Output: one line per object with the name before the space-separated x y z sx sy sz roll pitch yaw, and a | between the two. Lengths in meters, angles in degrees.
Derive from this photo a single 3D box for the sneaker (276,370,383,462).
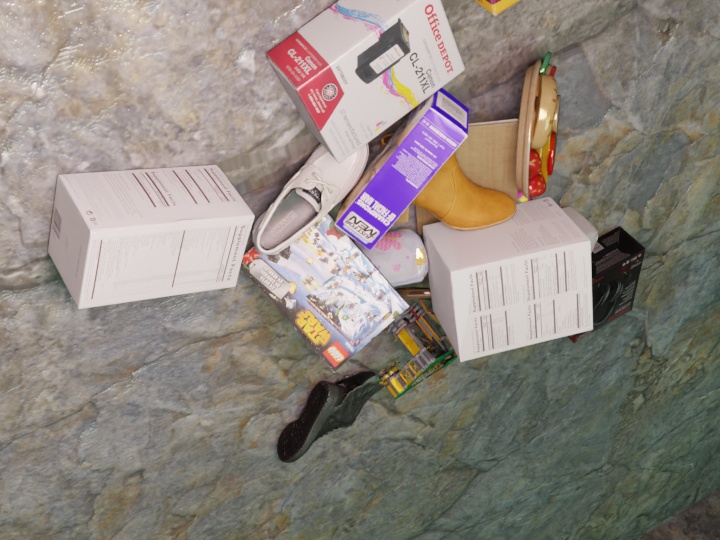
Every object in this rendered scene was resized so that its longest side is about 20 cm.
sneaker | -0.052 0.249 1.647 0.104 0.060 0.200 16 114 -43

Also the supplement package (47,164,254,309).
supplement package | -0.243 -0.043 1.131 0.199 0.110 0.114 -8 133 -35

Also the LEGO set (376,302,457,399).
LEGO set | 0.098 0.110 1.616 0.200 0.116 0.154 -29 164 -36

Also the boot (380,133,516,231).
boot | 0.125 -0.130 1.347 0.200 0.071 0.144 -1 134 -3

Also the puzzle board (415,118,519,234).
puzzle board | 0.152 -0.133 1.407 0.150 0.017 0.200 -5 136 3

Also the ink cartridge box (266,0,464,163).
ink cartridge box | 0.010 -0.249 1.160 0.200 0.083 0.146 -37 143 -3

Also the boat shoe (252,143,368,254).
boat shoe | -0.064 -0.098 1.244 0.200 0.066 0.072 -42 102 2

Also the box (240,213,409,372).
box | -0.050 0.017 1.309 0.137 0.200 0.040 -41 -176 2

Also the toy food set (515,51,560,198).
toy food set | 0.251 -0.201 1.365 0.048 0.198 0.201 5 127 13

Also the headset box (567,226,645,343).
headset box | 0.445 0.035 1.845 0.148 0.077 0.201 -26 140 -18

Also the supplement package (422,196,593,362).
supplement package | 0.210 0.010 1.400 0.199 0.152 0.151 -13 119 -6

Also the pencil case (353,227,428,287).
pencil case | 0.000 0.000 1.406 0.199 0.091 0.083 -18 139 -28

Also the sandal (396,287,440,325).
sandal | 0.147 0.064 1.538 0.199 0.082 0.055 17 80 -29

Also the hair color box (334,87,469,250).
hair color box | 0.053 -0.132 1.246 0.065 0.109 0.200 34 115 -10

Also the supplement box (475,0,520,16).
supplement box | 0.138 -0.406 1.067 0.103 0.131 0.200 -32 142 -9

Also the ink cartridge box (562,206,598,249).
ink cartridge box | 0.286 -0.017 1.644 0.199 0.085 0.146 -11 135 -31

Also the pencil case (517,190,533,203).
pencil case | 0.187 -0.059 1.519 0.200 0.088 0.088 -42 144 1
